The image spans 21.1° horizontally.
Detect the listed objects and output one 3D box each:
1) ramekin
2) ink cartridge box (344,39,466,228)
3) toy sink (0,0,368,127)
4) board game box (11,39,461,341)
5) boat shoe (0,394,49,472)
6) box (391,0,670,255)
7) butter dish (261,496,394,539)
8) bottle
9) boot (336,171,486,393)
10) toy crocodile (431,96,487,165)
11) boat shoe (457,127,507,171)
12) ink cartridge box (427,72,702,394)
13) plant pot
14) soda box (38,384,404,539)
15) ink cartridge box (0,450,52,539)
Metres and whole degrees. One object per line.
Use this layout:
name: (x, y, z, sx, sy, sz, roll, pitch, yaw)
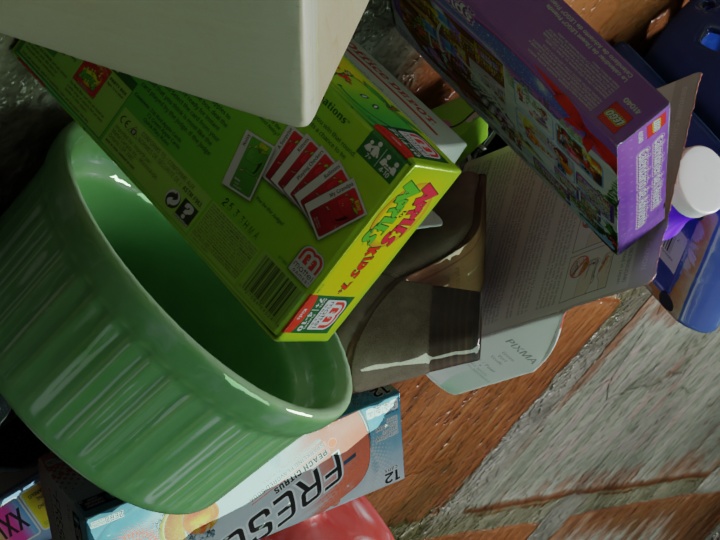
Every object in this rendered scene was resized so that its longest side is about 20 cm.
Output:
ramekin: (-0.108, 0.028, 0.981, 0.098, 0.200, 0.200, -43, 159, 16)
ink cartridge box: (-0.026, -0.076, 1.035, 0.200, 0.115, 0.068, -9, 139, -56)
toy sink: (-0.093, -0.161, 0.746, 0.131, 0.199, 0.112, 90, 20, -59)
board game box: (-0.060, -0.072, 0.869, 0.102, 0.200, 0.048, -51, 157, 18)
boat shoe: (-0.217, 0.063, 1.022, 0.075, 0.062, 0.200, -42, 156, -1)
box: (0.088, -0.113, 1.052, 0.039, 0.200, 0.137, -38, 158, -9)
butter dish: (-0.059, 0.187, 1.328, 0.199, 0.200, 0.148, -21, 148, -44)
bottle: (0.173, -0.045, 1.358, 0.065, 0.084, 0.200, 9, 167, -32)
boot: (0.000, 0.000, 1.132, 0.200, 0.146, 0.070, -80, 169, -59)
toy crocodile: (0.007, -0.047, 1.230, 0.200, 0.062, 0.068, -44, 158, -13)
boat shoe: (0.100, -0.061, 1.330, 0.200, 0.075, 0.062, -49, 159, 7)
ink cartridge box: (0.128, -0.021, 1.178, 0.200, 0.050, 0.161, -18, -137, 43)
plant pot: (0.274, -0.083, 1.441, 0.179, 0.200, 0.200, -28, 154, -23)
soda box: (-0.075, 0.111, 1.084, 0.199, 0.068, 0.064, -20, 125, -23)
ink cartridge box: (-0.136, 0.171, 1.168, 0.136, 0.076, 0.200, -32, 119, -3)
